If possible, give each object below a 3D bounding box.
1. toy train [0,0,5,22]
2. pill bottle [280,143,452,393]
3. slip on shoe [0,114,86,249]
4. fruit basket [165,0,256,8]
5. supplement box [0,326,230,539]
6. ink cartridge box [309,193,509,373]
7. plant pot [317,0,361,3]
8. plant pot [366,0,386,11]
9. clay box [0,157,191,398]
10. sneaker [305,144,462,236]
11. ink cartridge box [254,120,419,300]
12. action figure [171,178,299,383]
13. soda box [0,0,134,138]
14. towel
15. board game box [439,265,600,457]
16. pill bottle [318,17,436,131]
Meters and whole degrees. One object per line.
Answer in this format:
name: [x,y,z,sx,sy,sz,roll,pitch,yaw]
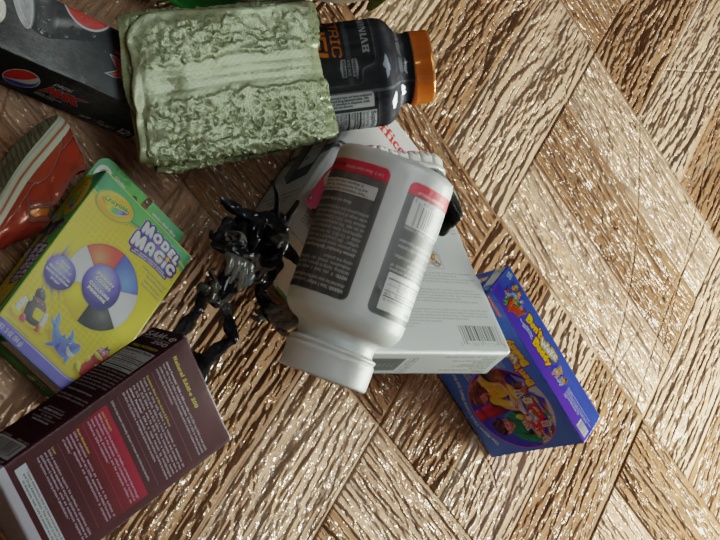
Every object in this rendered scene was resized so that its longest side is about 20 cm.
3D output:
toy train: [-0.364,-0.145,1.249,0.149,0.055,0.203,17,81,-34]
pill bottle: [0.000,0.000,1.360,0.110,0.110,0.202,24,84,-38]
slip on shoe: [-0.291,-0.049,1.299,0.061,0.073,0.201,52,43,-24]
fruit basket: [-0.165,-0.353,1.492,0.184,0.093,0.203,22,59,-37]
supplement box: [-0.213,0.147,1.279,0.199,0.061,0.110,-35,117,-29]
ink cartridge box: [0.038,0.015,1.511,0.198,0.044,0.175,4,54,-43]
plant pot: [-0.020,-0.341,1.476,0.197,0.174,0.203,0,86,0]
plant pot: [0.015,-0.415,1.641,0.190,0.199,0.201,45,50,-11]
clay box: [-0.231,0.007,1.335,0.115,0.047,0.201,46,61,-26]
sneaker: [0.032,-0.064,1.478,0.199,0.074,0.088,-7,56,-52]
ink cartridge box: [-0.014,-0.055,1.564,0.146,0.083,0.201,50,50,-23]
action figure: [-0.106,0.017,1.397,0.119,0.102,0.201,39,81,-39]
soda box: [-0.264,-0.188,1.367,0.199,0.063,0.072,22,64,-40]
towel: [-0.118,-0.170,1.397,0.198,0.036,0.151,-10,88,-25]
board game box: [0.148,0.101,1.647,0.201,0.134,0.045,57,47,-17]
pill bottle: [-0.027,-0.188,1.504,0.197,0.106,0.108,-7,82,-5]
